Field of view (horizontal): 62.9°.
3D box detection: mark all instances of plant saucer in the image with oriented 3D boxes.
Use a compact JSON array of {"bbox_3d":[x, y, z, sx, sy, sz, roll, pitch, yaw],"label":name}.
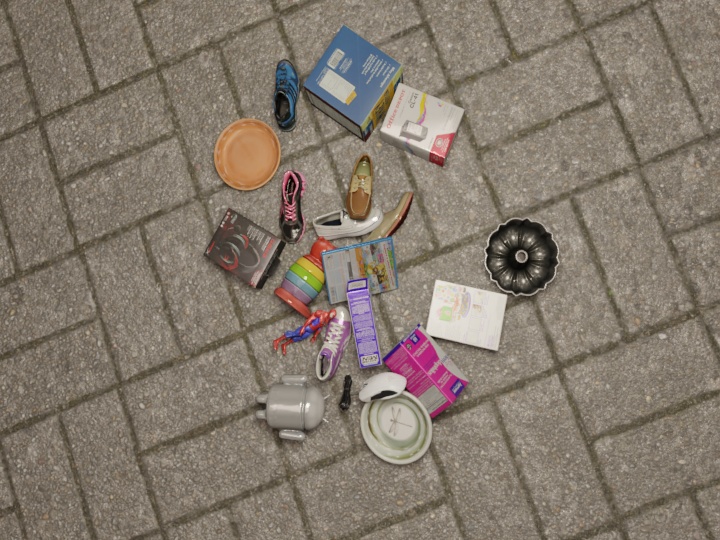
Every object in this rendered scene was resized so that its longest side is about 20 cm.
[{"bbox_3d":[-0.318,-0.327,1.673,0.193,0.037,0.208,-1,85,6],"label":"plant saucer"},{"bbox_3d":[0.097,0.402,1.546,0.194,0.050,0.207,4,101,19],"label":"plant saucer"}]

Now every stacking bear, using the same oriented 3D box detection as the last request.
[{"bbox_3d":[-0.136,0.007,1.592,0.120,0.114,0.203,32,82,19],"label":"stacking bear"}]

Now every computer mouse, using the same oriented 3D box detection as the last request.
[{"bbox_3d":[0.027,0.299,1.521,0.195,0.111,0.044,-19,118,27],"label":"computer mouse"}]

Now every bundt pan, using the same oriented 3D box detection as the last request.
[{"bbox_3d":[0.420,-0.034,1.556,0.195,0.076,0.210,-1,85,6],"label":"bundt pan"}]

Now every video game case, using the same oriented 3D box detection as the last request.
[{"bbox_3d":[0.000,0.000,1.572,0.193,0.018,0.148,-12,111,-8],"label":"video game case"}]

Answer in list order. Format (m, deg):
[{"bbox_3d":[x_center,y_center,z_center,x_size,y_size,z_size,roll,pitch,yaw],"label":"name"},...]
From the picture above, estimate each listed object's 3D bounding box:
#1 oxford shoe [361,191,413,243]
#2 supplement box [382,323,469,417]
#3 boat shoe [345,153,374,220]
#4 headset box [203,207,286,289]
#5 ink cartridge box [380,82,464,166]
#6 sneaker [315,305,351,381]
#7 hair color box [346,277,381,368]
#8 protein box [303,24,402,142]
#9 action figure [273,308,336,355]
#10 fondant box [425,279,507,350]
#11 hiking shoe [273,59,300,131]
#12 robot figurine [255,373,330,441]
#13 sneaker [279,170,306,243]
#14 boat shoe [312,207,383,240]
[{"bbox_3d":[0.074,-0.136,1.603,0.074,0.070,0.203,33,88,13],"label":"oxford shoe"},{"bbox_3d":[0.168,0.259,1.524,0.201,0.104,0.101,49,46,6],"label":"supplement box"},{"bbox_3d":[-0.001,-0.228,1.574,0.073,0.075,0.205,4,55,1],"label":"boat shoe"},{"bbox_3d":[-0.310,-0.054,1.628,0.197,0.075,0.151,31,88,7],"label":"headset box"},{"bbox_3d":[0.168,-0.397,1.609,0.195,0.086,0.151,23,88,6],"label":"ink cartridge box"},{"bbox_3d":[-0.071,0.194,1.565,0.070,0.114,0.207,12,85,8],"label":"sneaker"},{"bbox_3d":[0.011,0.135,1.535,0.063,0.110,0.207,-8,104,3],"label":"hair color box"},{"bbox_3d":[-0.015,-0.507,1.610,0.198,0.135,0.201,35,89,7],"label":"protein box"},{"bbox_3d":[-0.143,0.161,1.579,0.198,0.065,0.053,-36,48,15],"label":"action figure"},{"bbox_3d":[0.280,0.119,1.566,0.193,0.058,0.149,12,86,5],"label":"fondant box"},{"bbox_3d":[-0.208,-0.500,1.652,0.072,0.087,0.207,-4,84,5],"label":"hiking shoe"},{"bbox_3d":[-0.177,0.362,1.560,0.193,0.113,0.176,1,90,6],"label":"robot figurine"},{"bbox_3d":[-0.193,-0.180,1.620,0.076,0.095,0.208,0,86,4],"label":"sneaker"},{"bbox_3d":[-0.036,-0.134,1.592,0.194,0.066,0.075,-17,54,13],"label":"boat shoe"}]
